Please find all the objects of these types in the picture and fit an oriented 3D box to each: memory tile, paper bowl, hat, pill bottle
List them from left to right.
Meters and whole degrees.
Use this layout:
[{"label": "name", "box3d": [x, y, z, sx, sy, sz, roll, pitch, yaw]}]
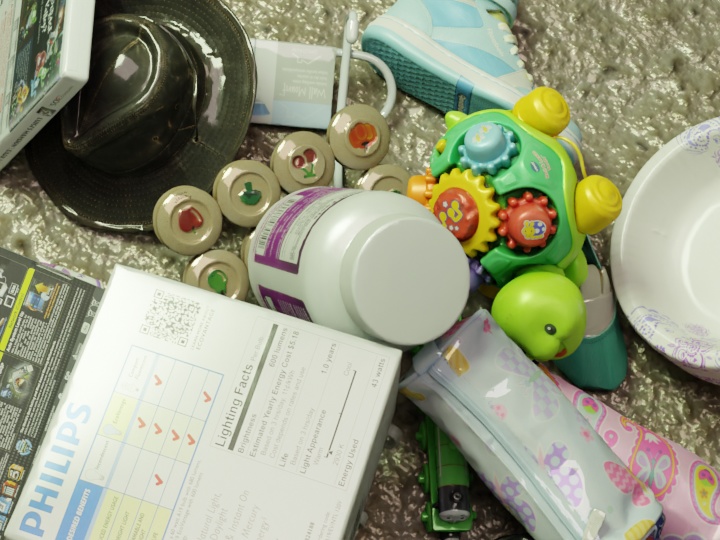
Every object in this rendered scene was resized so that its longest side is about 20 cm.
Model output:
[{"label": "hat", "box3d": [-0.176, -0.127, 1.235, 0.199, 0.081, 0.202, 0, 90, 14]}, {"label": "memory tile", "box3d": [-0.043, -0.023, 1.256, 0.199, 0.017, 0.154, -27, 101, -18]}, {"label": "pill bottle", "box3d": [0.000, 0.000, 1.156, 0.112, 0.200, 0.113, -2, 95, -20]}, {"label": "paper bowl", "box3d": [0.297, -0.010, 1.260, 0.200, 0.104, 0.202, -12, 67, 30]}]

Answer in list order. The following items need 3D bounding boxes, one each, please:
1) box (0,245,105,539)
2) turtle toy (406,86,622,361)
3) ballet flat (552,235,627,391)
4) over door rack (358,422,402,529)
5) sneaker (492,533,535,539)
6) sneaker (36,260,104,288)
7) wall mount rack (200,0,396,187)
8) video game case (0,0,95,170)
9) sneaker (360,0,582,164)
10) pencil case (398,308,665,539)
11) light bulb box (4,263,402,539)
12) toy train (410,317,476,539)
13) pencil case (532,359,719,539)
[{"label": "box", "box3d": [-0.267, 0.080, 1.116, 0.159, 0.044, 0.201, 23, 69, -16]}, {"label": "turtle toy", "box3d": [0.108, -0.029, 1.216, 0.101, 0.146, 0.201, -17, 74, -45]}, {"label": "ballet flat", "box3d": [0.154, -0.005, 1.283, 0.067, 0.070, 0.201, -16, 71, -15]}, {"label": "over door rack", "box3d": [-0.088, 0.143, 1.189, 0.199, 0.067, 0.148, 21, 66, 7]}, {"label": "sneaker", "box3d": [0.058, 0.251, 1.154, 0.071, 0.083, 0.200, 43, 68, 11]}, {"label": "sneaker", "box3d": [-0.228, 0.087, 1.189, 0.114, 0.073, 0.202, 11, 66, -7]}, {"label": "wall mount rack", "box3d": [-0.070, -0.118, 1.300, 0.199, 0.075, 0.175, 4, 94, -5]}, {"label": "video game case", "box3d": [-0.240, -0.192, 1.250, 0.023, 0.182, 0.201, 15, 63, -29]}, {"label": "sneaker", "box3d": [0.114, -0.177, 1.347, 0.199, 0.080, 0.131, 34, 68, 5]}, {"label": "pencil case", "box3d": [0.114, 0.122, 1.140, 0.200, 0.083, 0.091, 49, 34, 2]}, {"label": "light bulb box", "box3d": [-0.095, 0.129, 1.091, 0.199, 0.125, 0.199, 17, 67, 6]}, {"label": "toy train", "box3d": [0.062, 0.098, 1.234, 0.041, 0.056, 0.201, 0, 67, -8]}, {"label": "pencil case", "box3d": [0.184, 0.146, 1.219, 0.199, 0.088, 0.088, 31, 66, 6]}]
